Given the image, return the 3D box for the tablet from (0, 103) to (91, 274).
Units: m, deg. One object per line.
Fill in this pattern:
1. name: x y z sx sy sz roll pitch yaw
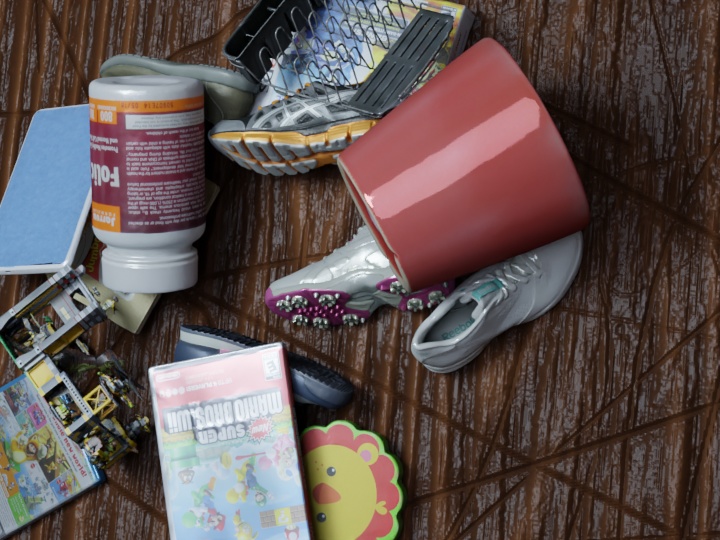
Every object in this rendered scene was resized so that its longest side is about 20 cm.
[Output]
1. tablet: -0.322 -0.087 1.611 0.129 0.014 0.202 -2 60 32

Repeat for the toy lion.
1. toy lion: -0.055 0.239 1.508 0.190 0.069 0.202 19 88 12

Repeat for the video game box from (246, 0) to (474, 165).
1. video game box: -0.005 -0.197 1.559 0.198 0.047 0.185 16 90 20

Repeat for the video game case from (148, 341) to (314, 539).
1. video game case: -0.125 0.181 1.483 0.141 0.017 0.203 -11 81 13

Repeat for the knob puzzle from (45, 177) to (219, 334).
1. knob puzzle: -0.265 -0.056 1.631 0.217 0.030 0.223 -3 82 18

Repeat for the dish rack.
1. dish rack: -0.016 -0.223 1.473 0.199 0.055 0.154 21 66 36

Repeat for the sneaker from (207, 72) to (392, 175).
1. sneaker: -0.054 -0.145 1.513 0.197 0.078 0.078 -4 70 15

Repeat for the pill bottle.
1. pill bottle: -0.209 -0.086 1.520 0.113 0.114 0.203 5 103 19

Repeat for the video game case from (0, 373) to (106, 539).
1. video game case: -0.379 0.205 1.639 0.199 0.018 0.144 -30 73 12

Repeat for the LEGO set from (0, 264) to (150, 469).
1. LEGO set: -0.268 0.090 1.549 0.115 0.154 0.200 -38 60 -4

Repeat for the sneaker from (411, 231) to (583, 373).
1. sneaker: 0.130 0.021 1.458 0.200 0.088 0.075 -43 71 3

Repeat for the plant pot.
1. plant pot: 0.085 -0.084 1.403 0.176 0.201 0.202 -28 74 -2

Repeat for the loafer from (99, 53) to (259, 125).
1. loafer: -0.195 -0.179 1.591 0.198 0.075 0.071 11 91 36

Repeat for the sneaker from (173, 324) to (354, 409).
1. sneaker: -0.100 0.117 1.538 0.198 0.070 0.083 18 96 25

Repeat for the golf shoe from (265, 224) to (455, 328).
1. golf shoe: 0.000 0.000 1.524 0.197 0.075 0.093 -10 57 19
